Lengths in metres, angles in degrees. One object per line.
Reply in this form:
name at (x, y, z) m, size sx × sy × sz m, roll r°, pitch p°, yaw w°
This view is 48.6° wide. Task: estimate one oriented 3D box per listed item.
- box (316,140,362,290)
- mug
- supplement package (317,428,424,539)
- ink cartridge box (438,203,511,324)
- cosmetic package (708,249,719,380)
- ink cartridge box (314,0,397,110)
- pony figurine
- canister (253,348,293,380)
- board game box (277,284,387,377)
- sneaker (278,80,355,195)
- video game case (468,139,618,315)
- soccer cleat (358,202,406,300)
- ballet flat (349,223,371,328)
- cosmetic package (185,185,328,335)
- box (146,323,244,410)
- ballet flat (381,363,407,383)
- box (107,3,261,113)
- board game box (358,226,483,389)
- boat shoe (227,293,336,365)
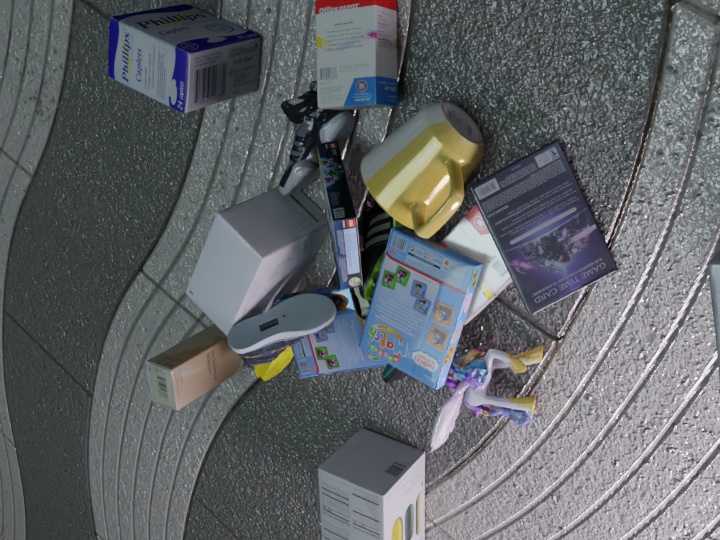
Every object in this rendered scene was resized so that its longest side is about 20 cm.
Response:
box at (-0.033, -0.090, 1.264) m, size 0.037 × 0.202 × 0.138 m, roll -9°, pitch 133°, yaw -4°
mug at (0.111, -0.151, 1.179) m, size 0.153 × 0.148 × 0.189 m, roll -44°, pitch 67°, yaw 32°
supplement package at (0.024, 0.438, 1.493) m, size 0.148 × 0.151 × 0.204 m, roll 14°, pitch 117°, yaw 32°
ink cartridge box at (0.169, -0.004, 1.224) m, size 0.117 × 0.067 × 0.200 m, roll 49°, pitch 120°, yaw 11°
cosmetic package at (0.492, 0.053, 0.917) m, size 0.121 × 0.198 × 0.204 m, roll -2°, pitch 109°, yaw 38°
ink cartridge box at (-0.006, -0.352, 1.215) m, size 0.114 × 0.067 × 0.205 m, roll 5°, pitch 99°, yaw 35°
pony figurine at (0.182, 0.189, 1.280) m, size 0.195 × 0.167 × 0.197 m, roll 9°, pitch 113°, yaw 14°
canister at (-0.212, 0.095, 1.575) m, size 0.200 × 0.086 × 0.150 m, roll 45°, pitch 130°, yaw 16°
board game box at (-0.038, 0.104, 1.431) m, size 0.196 × 0.037 × 0.155 m, roll -10°, pitch 103°, yaw 24°
sneaker at (-0.098, -0.226, 1.356) m, size 0.114 × 0.075 × 0.200 m, roll 50°, pitch 125°, yaw 10°
video game case at (0.258, -0.060, 1.128) m, size 0.141 × 0.019 × 0.203 m, roll -26°, pitch 93°, yaw 3°
soccer cleat at (0.032, -0.051, 1.290) m, size 0.080 × 0.067 × 0.204 m, roll 16°, pitch 83°, yaw 34°
ballet flat at (0.000, 0.000, 1.331) m, size 0.066 × 0.075 × 0.204 m, roll -17°, pitch 70°, yaw 9°
cosmetic package at (-0.181, -0.024, 1.422) m, size 0.123 × 0.199 × 0.201 m, roll 43°, pitch 130°, yaw 14°
box at (-0.335, 0.194, 1.637) m, size 0.076 × 0.199 × 0.097 m, roll 11°, pitch 117°, yaw 33°
ballet flat at (0.105, 0.118, 1.334) m, size 0.073 × 0.073 × 0.203 m, roll 35°, pitch 111°, yaw 20°
box at (-0.303, -0.371, 1.377) m, size 0.198 × 0.183 × 0.107 m, roll 27°, pitch 125°, yaw 25°
board game box at (0.088, 0.056, 1.219) m, size 0.149 × 0.036 × 0.204 m, roll 25°, pitch 109°, yaw 27°
boat shoe at (-0.132, 0.104, 1.405) m, size 0.091 × 0.196 × 0.072 m, roll 69°, pitch -177°, yaw -63°
